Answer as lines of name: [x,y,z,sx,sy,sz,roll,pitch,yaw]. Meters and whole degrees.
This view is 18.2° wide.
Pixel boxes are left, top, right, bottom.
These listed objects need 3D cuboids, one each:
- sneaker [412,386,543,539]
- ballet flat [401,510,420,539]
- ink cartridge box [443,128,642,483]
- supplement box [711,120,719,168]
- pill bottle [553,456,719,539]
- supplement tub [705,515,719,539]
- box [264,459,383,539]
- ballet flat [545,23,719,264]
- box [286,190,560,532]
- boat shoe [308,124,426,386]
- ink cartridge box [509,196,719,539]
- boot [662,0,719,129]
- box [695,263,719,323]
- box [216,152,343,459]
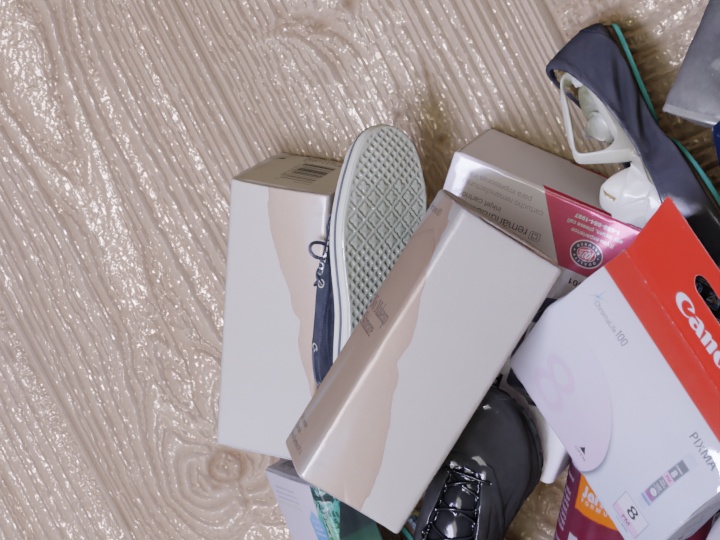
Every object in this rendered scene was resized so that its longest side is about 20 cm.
sneaker: [0.071,0.172,1.535,0.075,0.091,0.201,16,119,18]
ballet flat: [0.108,0.242,1.648,0.074,0.074,0.201,-35,93,25]
ink cartridge box: [0.111,0.025,1.566,0.144,0.084,0.201,23,112,13]
supplement box: [0.344,-0.025,1.353,0.198,0.134,0.202,-6,76,-15]
pill bottle: [0.193,0.175,1.560,0.113,0.114,0.202,15,110,16]
supplement tub: [0.335,0.226,1.486,0.144,0.145,0.200,-38,108,25]
box: [-0.002,0.235,1.643,0.036,0.144,0.201,-25,97,-15]
ballet flat: [0.178,-0.074,1.485,0.073,0.073,0.201,-40,60,25]
box: [0.039,0.057,1.457,0.077,0.095,0.201,31,93,-12]
boat shoe: [0.000,0.000,1.539,0.062,0.074,0.202,14,101,57]
ink cartridge box: [0.181,0.072,1.405,0.163,0.057,0.200,58,156,17]
boot: [0.241,-0.193,1.447,0.181,0.073,0.201,26,104,12]
box: [0.317,0.015,1.487,0.199,0.049,0.162,28,100,11]
box: [-0.048,0.026,1.622,0.077,0.095,0.202,10,110,19]
